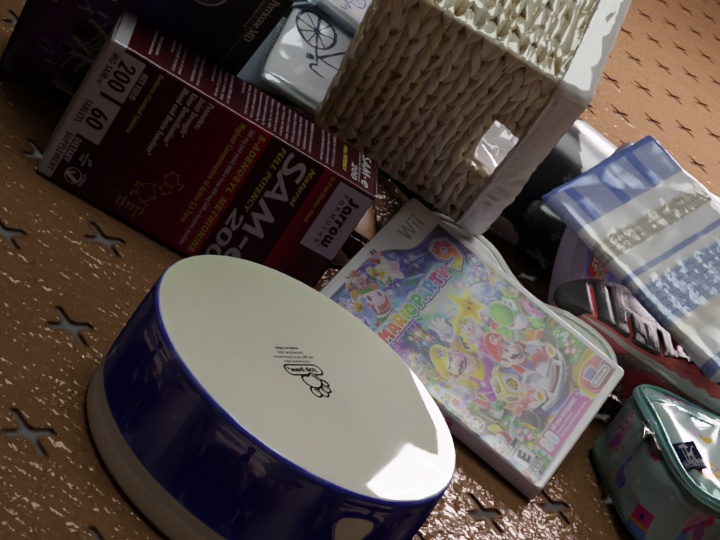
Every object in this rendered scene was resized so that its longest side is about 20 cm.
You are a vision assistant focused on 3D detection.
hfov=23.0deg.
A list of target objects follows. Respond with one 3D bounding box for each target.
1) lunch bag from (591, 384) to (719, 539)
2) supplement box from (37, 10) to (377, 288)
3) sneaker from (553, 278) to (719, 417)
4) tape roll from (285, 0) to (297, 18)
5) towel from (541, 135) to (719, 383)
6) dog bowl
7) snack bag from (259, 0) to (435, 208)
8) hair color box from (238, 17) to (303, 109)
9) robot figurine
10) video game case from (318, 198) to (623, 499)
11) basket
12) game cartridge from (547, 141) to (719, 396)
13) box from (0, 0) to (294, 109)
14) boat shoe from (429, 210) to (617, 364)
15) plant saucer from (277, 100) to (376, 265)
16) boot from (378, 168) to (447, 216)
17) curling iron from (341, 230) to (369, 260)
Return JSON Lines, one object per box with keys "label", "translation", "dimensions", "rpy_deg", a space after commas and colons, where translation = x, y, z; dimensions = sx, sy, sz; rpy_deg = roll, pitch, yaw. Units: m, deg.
{"label": "lunch bag", "translation": [0.266, 0.165, 1.276], "dimensions": [0.199, 0.077, 0.161], "rpy_deg": [26, 25, -22]}
{"label": "supplement box", "translation": [-0.099, -0.069, 1.167], "dimensions": [0.199, 0.109, 0.061], "rpy_deg": [29, 24, -14]}
{"label": "sneaker", "translation": [0.220, 0.086, 1.353], "dimensions": [0.199, 0.087, 0.074], "rpy_deg": [32, 27, -9]}
{"label": "tape roll", "translation": [0.030, -0.193, 1.549], "dimensions": [0.198, 0.048, 0.202], "rpy_deg": [13, 58, -21]}
{"label": "towel", "translation": [0.250, -0.011, 1.373], "dimensions": [0.146, 0.024, 0.200], "rpy_deg": [-28, 67, -38]}
{"label": "dog bowl", "translation": [-0.048, 0.085, 0.981], "dimensions": [0.199, 0.079, 0.201], "rpy_deg": [30, 24, -14]}
{"label": "snack bag", "translation": [0.024, -0.165, 1.379], "dimensions": [0.188, 0.021, 0.201], "rpy_deg": [34, 49, -10]}
{"label": "hair color box", "translation": [-0.112, -0.183, 1.386], "dimensions": [0.199, 0.061, 0.099], "rpy_deg": [17, 2, -38]}
{"label": "robot figurine", "translation": [0.182, -0.062, 1.525], "dimensions": [0.199, 0.125, 0.151], "rpy_deg": [39, 65, -2]}
{"label": "video game case", "translation": [0.076, 0.050, 1.234], "dimensions": [0.199, 0.018, 0.143], "rpy_deg": [39, 46, 6]}
{"label": "basket", "translation": [0.088, -0.173, 1.282], "dimensions": [0.160, 0.198, 0.201], "rpy_deg": [28, 57, -6]}
{"label": "game cartridge", "translation": [0.223, 0.001, 1.434], "dimensions": [0.132, 0.041, 0.202], "rpy_deg": [31, 64, -19]}
{"label": "box", "translation": [-0.140, -0.181, 1.193], "dimensions": [0.140, 0.200, 0.079], "rpy_deg": [27, 49, -17]}
{"label": "boat shoe", "translation": [0.096, 0.035, 1.314], "dimensions": [0.200, 0.061, 0.076], "rpy_deg": [42, 51, 10]}
{"label": "plant saucer", "translation": [-0.062, -0.082, 1.341], "dimensions": [0.199, 0.036, 0.201], "rpy_deg": [31, 23, -15]}
{"label": "boot", "translation": [0.041, -0.150, 1.429], "dimensions": [0.138, 0.077, 0.202], "rpy_deg": [28, 45, -28]}
{"label": "curling iron", "translation": [0.000, 0.000, 1.270], "dimensions": [0.199, 0.026, 0.050], "rpy_deg": [39, 64, -15]}
